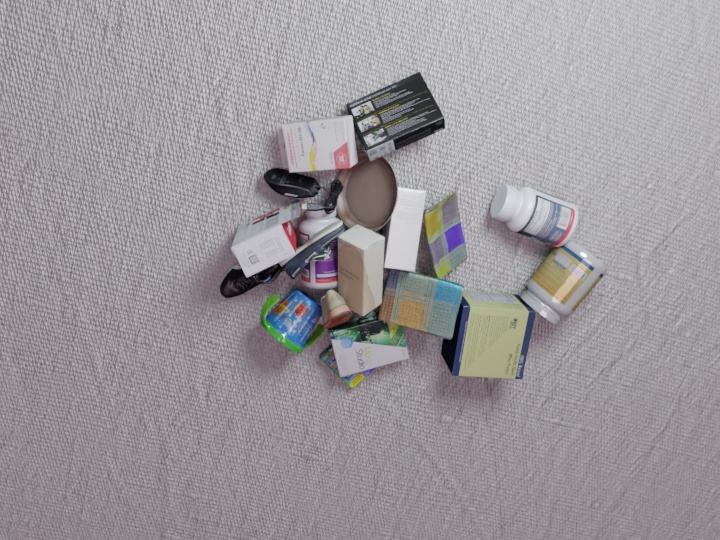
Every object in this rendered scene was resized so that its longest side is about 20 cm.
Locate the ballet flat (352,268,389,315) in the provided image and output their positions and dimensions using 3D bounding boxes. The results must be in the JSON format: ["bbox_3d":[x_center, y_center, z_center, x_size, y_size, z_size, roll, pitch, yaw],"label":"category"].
[{"bbox_3d":[0.047,0.035,1.623,0.199,0.074,0.074,-38,108,3],"label":"ballet flat"}]

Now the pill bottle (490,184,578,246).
[{"bbox_3d":[0.442,-0.146,1.577,0.198,0.120,0.121,19,105,-11],"label":"pill bottle"}]

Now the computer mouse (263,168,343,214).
[{"bbox_3d":[-0.145,-0.183,1.494,0.198,0.141,0.046,10,130,-4],"label":"computer mouse"}]

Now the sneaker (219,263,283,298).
[{"bbox_3d":[-0.279,0.015,1.554,0.199,0.112,0.073,-33,108,5],"label":"sneaker"}]

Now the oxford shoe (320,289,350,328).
[{"bbox_3d":[-0.067,0.097,1.549,0.070,0.200,0.074,-21,78,-16],"label":"oxford shoe"}]

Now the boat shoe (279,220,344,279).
[{"bbox_3d":[-0.108,-0.046,1.456,0.199,0.075,0.062,-34,97,21],"label":"boat shoe"}]

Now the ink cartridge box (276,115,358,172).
[{"bbox_3d":[-0.114,-0.298,1.461,0.198,0.068,0.118,-2,109,18],"label":"ink cartridge box"}]

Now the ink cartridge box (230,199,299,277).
[{"bbox_3d":[-0.209,-0.084,1.482,0.174,0.200,0.084,-25,109,3],"label":"ink cartridge box"}]

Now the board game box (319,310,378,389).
[{"bbox_3d":[0.004,0.216,1.695,0.200,0.029,0.135,-43,107,8],"label":"board game box"}]

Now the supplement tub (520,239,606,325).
[{"bbox_3d":[0.536,0.029,1.631,0.144,0.145,0.201,34,101,-15],"label":"supplement tub"}]

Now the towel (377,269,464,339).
[{"bbox_3d":[0.155,0.083,1.576,0.198,0.022,0.148,14,101,6],"label":"towel"}]

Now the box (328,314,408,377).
[{"bbox_3d":[0.024,0.196,1.645,0.198,0.036,0.146,-16,117,-5],"label":"box"}]

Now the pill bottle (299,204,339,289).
[{"bbox_3d":[-0.097,-0.061,1.549,0.111,0.113,0.202,-2,108,-6],"label":"pill bottle"}]

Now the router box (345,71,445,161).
[{"bbox_3d":[0.082,-0.366,1.458,0.198,0.051,0.150,-23,66,2],"label":"router box"}]

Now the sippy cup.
[{"bbox_3d":[-0.169,0.124,1.599,0.139,0.178,0.131,39,89,12],"label":"sippy cup"}]

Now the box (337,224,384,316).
[{"bbox_3d":[0.000,0.000,1.511,0.078,0.095,0.202,-32,135,-38],"label":"box"}]

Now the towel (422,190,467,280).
[{"bbox_3d":[0.220,-0.089,1.577,0.143,0.023,0.202,-32,119,-40],"label":"towel"}]

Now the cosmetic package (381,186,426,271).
[{"bbox_3d":[0.101,-0.105,1.542,0.084,0.108,0.202,6,97,-9],"label":"cosmetic package"}]

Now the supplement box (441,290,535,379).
[{"bbox_3d":[0.341,0.171,1.661,0.198,0.134,0.202,4,108,-7],"label":"supplement box"}]

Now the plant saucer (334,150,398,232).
[{"bbox_3d":[0.018,-0.192,1.506,0.199,0.032,0.203,5,97,38],"label":"plant saucer"}]
